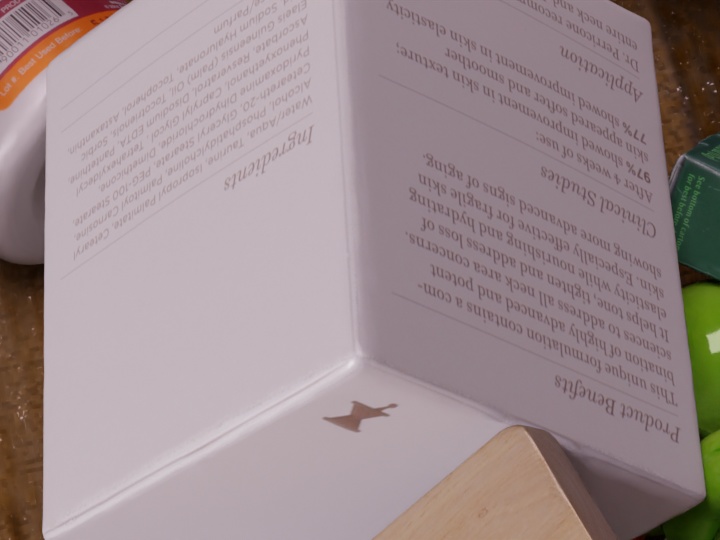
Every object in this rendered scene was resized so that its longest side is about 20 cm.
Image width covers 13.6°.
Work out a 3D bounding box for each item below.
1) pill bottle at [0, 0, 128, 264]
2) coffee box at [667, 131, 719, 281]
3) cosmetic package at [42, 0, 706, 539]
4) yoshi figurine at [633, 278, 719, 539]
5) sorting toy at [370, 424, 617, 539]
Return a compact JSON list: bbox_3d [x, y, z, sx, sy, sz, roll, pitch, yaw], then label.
[{"bbox_3d":[-0.169,-0.101,1.210,0.109,0.110,0.200,-40,64,-17],"label":"pill bottle"},{"bbox_3d":[0.220,-0.001,1.110,0.199,0.044,0.123,26,26,20],"label":"coffee box"},{"bbox_3d":[0.000,0.000,1.063,0.166,0.167,0.201,-30,50,38],"label":"cosmetic package"},{"bbox_3d":[0.145,0.078,1.080,0.112,0.113,0.200,-21,56,-24],"label":"yoshi figurine"},{"bbox_3d":[0.045,0.189,0.968,0.200,0.069,0.199,-42,64,22],"label":"sorting toy"}]
